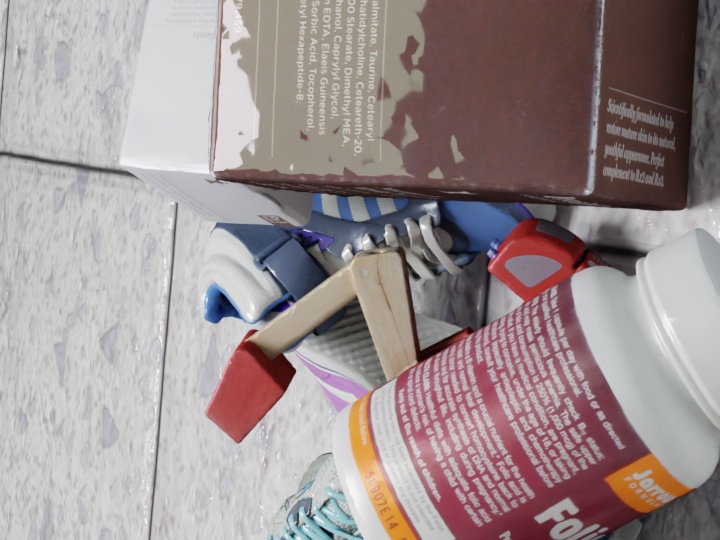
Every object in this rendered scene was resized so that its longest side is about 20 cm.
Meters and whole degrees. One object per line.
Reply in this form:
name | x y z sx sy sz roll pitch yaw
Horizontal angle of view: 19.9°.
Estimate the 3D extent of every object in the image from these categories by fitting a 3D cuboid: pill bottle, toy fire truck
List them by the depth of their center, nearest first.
pill bottle | 0.097 0.070 0.966 0.199 0.114 0.115 -31 53 18
toy fire truck | 0.026 0.037 1.102 0.200 0.141 0.049 -51 2 13

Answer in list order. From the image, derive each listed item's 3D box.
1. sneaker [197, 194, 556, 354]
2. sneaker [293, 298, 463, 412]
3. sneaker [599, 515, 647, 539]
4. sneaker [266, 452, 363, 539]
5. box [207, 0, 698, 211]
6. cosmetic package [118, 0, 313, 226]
sneaker | 0.000 0.000 1.167 0.199 0.081 0.147 12 62 32
sneaker | 0.043 0.081 1.220 0.200 0.073 0.114 36 162 37
sneaker | 0.108 0.144 1.072 0.087 0.074 0.201 155 122 -78
sneaker | -0.010 0.154 1.240 0.086 0.078 0.200 -48 -2 -22
box | 0.050 -0.118 1.014 0.199 0.166 0.165 4 90 24
cosmetic package | -0.061 -0.133 1.094 0.074 0.102 0.201 5 76 25
